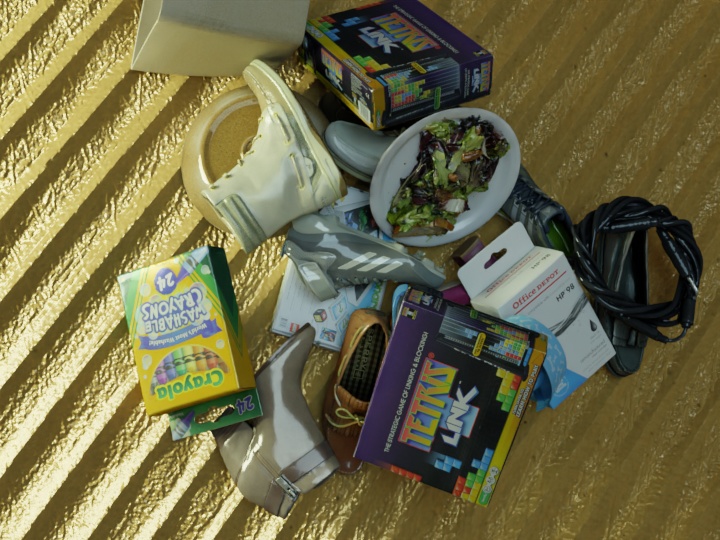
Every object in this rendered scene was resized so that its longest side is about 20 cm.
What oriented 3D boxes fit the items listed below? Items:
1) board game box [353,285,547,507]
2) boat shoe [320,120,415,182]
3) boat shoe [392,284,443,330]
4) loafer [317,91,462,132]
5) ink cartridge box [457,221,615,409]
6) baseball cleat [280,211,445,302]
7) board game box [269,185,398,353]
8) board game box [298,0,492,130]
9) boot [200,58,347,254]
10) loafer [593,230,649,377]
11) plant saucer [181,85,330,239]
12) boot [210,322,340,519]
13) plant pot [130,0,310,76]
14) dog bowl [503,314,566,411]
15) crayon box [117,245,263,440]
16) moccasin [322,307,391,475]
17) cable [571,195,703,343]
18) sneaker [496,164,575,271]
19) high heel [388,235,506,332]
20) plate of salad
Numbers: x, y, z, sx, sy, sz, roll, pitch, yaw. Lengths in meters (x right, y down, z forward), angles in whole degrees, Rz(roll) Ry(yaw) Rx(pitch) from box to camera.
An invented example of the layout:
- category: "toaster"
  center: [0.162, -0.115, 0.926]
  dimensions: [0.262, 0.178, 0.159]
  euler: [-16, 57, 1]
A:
- category: "board game box"
  center: [0.098, 0.140, 1.179]
  dimensions: [0.163, 0.057, 0.202]
  euler: [18, 110, 4]
- category: "boat shoe"
  center: [0.047, -0.144, 1.321]
  dimensions: [0.198, 0.068, 0.076]
  euler: [19, 47, -25]
- category: "boat shoe"
  center: [0.073, 0.116, 1.266]
  dimensions: [0.068, 0.085, 0.202]
  euler: [-1, 120, 4]
- category: "loafer"
  center: [0.046, -0.195, 1.352]
  dimensions: [0.197, 0.071, 0.074]
  euler: [3, 81, -11]
- category: "ink cartridge box"
  center: [0.217, 0.054, 1.318]
  dimensions: [0.115, 0.067, 0.201]
  euler: [-38, 111, -14]
- category: "baseball cleat"
  center: [0.000, 0.000, 1.288]
  dimensions: [0.198, 0.070, 0.108]
  euler: [24, 89, -1]
- category: "board game box"
  center: [-0.027, -0.003, 1.326]
  dimensions: [0.125, 0.035, 0.203]
  euler: [17, 78, -8]
- category: "board game box"
  center: [0.038, -0.257, 1.292]
  dimensions: [0.164, 0.057, 0.200]
  euler: [-21, 42, -21]
- category: "boot"
  center: [-0.125, -0.136, 1.254]
  dimensions: [0.154, 0.072, 0.201]
  euler: [-32, 78, -4]
- category: "loafer"
  center: [0.343, 0.034, 1.375]
  dimensions: [0.071, 0.063, 0.203]
  euler: [4, 79, -29]
- category: "plant saucer"
  center: [-0.124, -0.140, 1.308]
  dimensions: [0.197, 0.035, 0.203]
  euler: [0, 77, -1]
- category: "boot"
  center: [-0.079, 0.183, 1.256]
  dimensions: [0.146, 0.070, 0.200]
  euler: [43, 96, 14]
- category: "plant pot"
  center: [-0.157, -0.339, 1.280]
  dimensions: [0.175, 0.200, 0.203]
  euler: [12, 79, -19]
- category: "dog bowl"
  center: [0.169, 0.116, 1.271]
  dimensions: [0.049, 0.200, 0.112]
  euler: [-38, 92, -31]
- category: "crayon box"
  center: [-0.198, 0.086, 1.238]
  dimensions: [0.124, 0.051, 0.203]
  euler: [-17, 81, 17]
- category: "moccasin"
  center: [0.001, 0.149, 1.269]
  dimensions: [0.073, 0.078, 0.204]
  euler: [15, 101, -10]
- category: "cable"
  center: [0.348, -0.013, 1.329]
  dimensions: [0.198, 0.051, 0.165]
  euler: [29, 75, -14]
- category: "sneaker"
  center: [0.223, -0.081, 1.366]
  dimensions: [0.074, 0.081, 0.201]
  euler: [-41, 91, -15]
- category: "high heel"
  center: [0.107, 0.056, 1.339]
  dimensions: [0.200, 0.067, 0.096]
  euler: [-46, 108, -15]
- category: "plate of salad"
  center: [0.106, -0.104, 1.286]
  dimensions: [0.197, 0.202, 0.048]
  euler: [-12, 42, -13]
